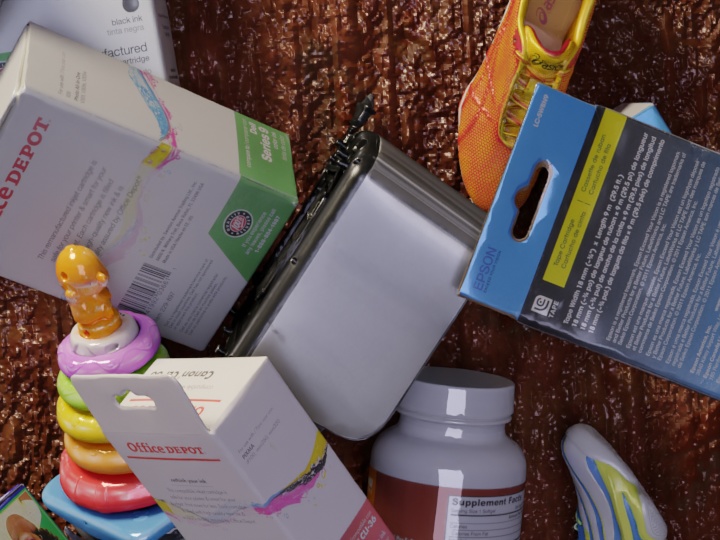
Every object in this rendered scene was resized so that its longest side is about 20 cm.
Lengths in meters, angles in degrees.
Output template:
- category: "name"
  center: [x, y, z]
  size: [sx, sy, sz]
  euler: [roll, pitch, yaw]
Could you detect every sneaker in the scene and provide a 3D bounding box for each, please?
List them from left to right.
- category: "sneaker"
  center: [0.112, -0.133, 1.222]
  size: [0.072, 0.077, 0.202]
  euler: [13, 105, -3]
- category: "sneaker"
  center: [0.177, 0.213, 1.262]
  size: [0.104, 0.076, 0.201]
  euler: [-32, 96, 3]

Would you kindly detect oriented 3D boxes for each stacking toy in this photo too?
- category: "stacking toy"
  center: [-0.163, 0.069, 1.160]
  size: [0.110, 0.115, 0.202]
  euler: [-37, 127, -37]

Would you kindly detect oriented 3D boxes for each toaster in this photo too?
- category: "toaster"
  center: [0.000, 0.000, 1.185]
  size: [0.118, 0.181, 0.201]
  euler: [32, 96, -7]

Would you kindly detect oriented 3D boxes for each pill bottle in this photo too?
- category: "pill bottle"
  center: [0.058, 0.174, 1.237]
  size: [0.111, 0.112, 0.202]
  euler: [5, 95, -2]

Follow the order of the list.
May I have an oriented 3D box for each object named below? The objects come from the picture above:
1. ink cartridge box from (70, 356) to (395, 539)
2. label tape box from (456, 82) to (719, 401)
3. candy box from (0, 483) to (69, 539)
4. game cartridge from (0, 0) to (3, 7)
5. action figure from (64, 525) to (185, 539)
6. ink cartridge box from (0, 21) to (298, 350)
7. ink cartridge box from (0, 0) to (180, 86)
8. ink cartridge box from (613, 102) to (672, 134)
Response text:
- category: "ink cartridge box"
  center: [-0.080, 0.119, 1.100]
  size: [0.068, 0.116, 0.201]
  euler: [-52, 121, -33]
- category: "label tape box"
  center: [0.171, -0.017, 1.122]
  size: [0.198, 0.063, 0.146]
  euler: [21, 91, -7]
- category: "candy box"
  center: [-0.235, 0.276, 1.225]
  size: [0.169, 0.077, 0.200]
  euler: [-37, 96, 33]
- category: "game cartridge"
  center: [-0.305, -0.180, 1.170]
  size: [0.133, 0.041, 0.201]
  euler: [52, 127, 22]
- category: "action figure"
  center: [-0.105, 0.200, 1.237]
  size: [0.198, 0.119, 0.103]
  euler: [-5, 91, -6]
- category: "ink cartridge box"
  center: [-0.162, -0.053, 1.169]
  size: [0.198, 0.088, 0.146]
  euler: [21, 123, -23]
- category: "ink cartridge box"
  center: [-0.212, -0.208, 1.206]
  size: [0.145, 0.083, 0.202]
  euler: [-10, 96, 0]
- category: "ink cartridge box"
  center: [0.217, -0.014, 1.219]
  size: [0.066, 0.116, 0.201]
  euler: [-32, 95, 1]
